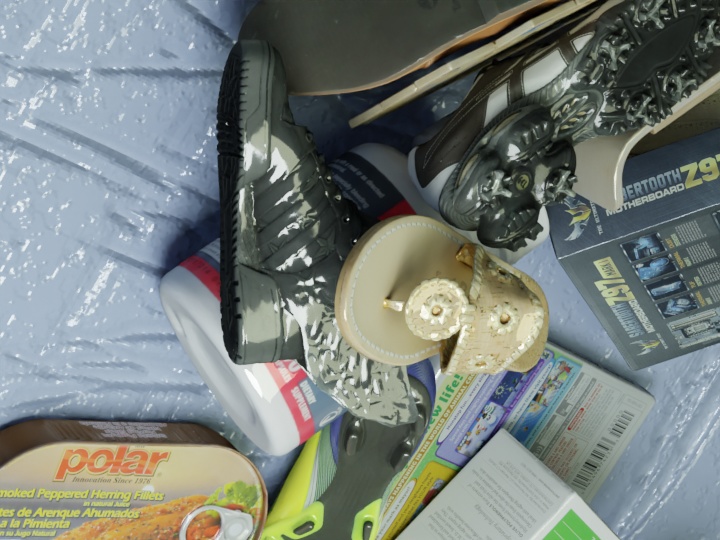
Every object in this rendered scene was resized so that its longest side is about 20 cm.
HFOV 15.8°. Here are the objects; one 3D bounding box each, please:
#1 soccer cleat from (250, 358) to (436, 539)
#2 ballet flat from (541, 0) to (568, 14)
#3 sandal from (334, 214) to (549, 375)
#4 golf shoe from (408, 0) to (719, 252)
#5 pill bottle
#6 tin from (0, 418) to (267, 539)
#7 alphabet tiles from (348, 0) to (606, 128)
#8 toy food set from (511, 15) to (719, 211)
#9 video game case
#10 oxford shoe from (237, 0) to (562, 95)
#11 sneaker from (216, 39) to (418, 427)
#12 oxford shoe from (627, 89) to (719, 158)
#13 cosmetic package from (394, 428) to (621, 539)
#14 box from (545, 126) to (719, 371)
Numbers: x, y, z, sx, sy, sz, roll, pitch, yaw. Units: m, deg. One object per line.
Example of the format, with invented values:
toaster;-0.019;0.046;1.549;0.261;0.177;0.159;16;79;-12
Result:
soccer cleat;-0.011;0.120;1.531;0.064;0.084;0.201;23;121;-12
ballet flat;0.069;-0.161;1.426;0.199;0.076;0.064;-16;134;-15
sandal;0.068;0.019;1.333;0.211;0.069;0.078;16;83;-61
golf shoe;0.106;-0.101;1.376;0.200;0.094;0.078;-39;127;-17
pill bottle;0.000;0.000;1.434;0.200;0.120;0.120;-35;130;-13
tin;-0.145;0.138;1.470;0.199;0.042;0.112;5;117;-36
alphabet tiles;0.091;-0.128;1.395;0.200;0.166;0.006;-28;91;-35
toy food set;0.182;-0.114;1.470;0.200;0.143;0.061;-35;122;-13
video game case;0.073;0.131;1.623;0.182;0.022;0.201;26;100;-41
oxford shoe;0.033;-0.133;1.338;0.199;0.072;0.071;-16;170;17
sneaker;-0.019;-0.019;1.337;0.104;0.060;0.201;-2;98;-15
oxford shoe;0.202;-0.099;1.562;0.199;0.071;0.074;-12;97;-27
cosmetic package;0.064;0.211;1.593;0.200;0.085;0.108;-48;134;-2
box;0.205;-0.016;1.525;0.157;0.051;0.200;-20;153;12
